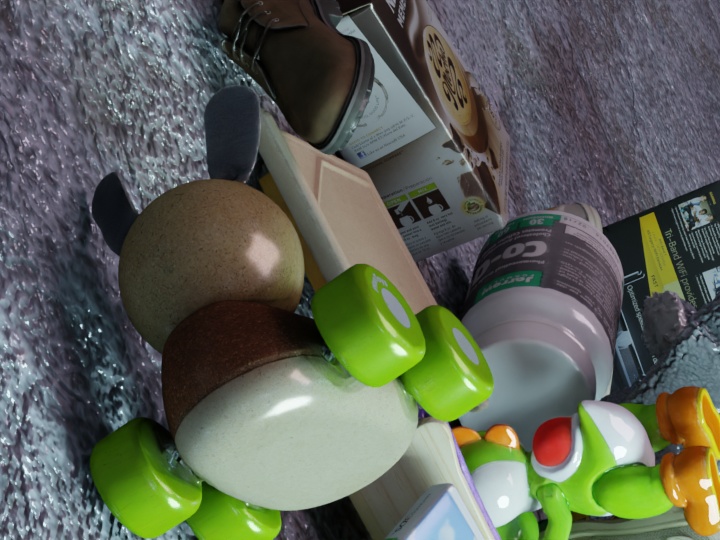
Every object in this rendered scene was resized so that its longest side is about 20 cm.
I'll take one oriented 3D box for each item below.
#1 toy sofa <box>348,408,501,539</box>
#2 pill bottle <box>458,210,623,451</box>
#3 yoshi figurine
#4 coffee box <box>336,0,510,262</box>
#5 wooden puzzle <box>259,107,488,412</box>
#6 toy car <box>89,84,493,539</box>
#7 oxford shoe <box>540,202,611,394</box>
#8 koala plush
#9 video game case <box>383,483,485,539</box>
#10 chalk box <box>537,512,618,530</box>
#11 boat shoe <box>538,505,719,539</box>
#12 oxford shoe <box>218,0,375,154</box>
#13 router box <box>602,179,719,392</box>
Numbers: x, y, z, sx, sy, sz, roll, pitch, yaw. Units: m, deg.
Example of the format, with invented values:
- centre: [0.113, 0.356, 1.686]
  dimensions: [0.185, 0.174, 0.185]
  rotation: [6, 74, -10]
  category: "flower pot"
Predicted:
- centre: [0.048, 0.159, 1.330]
  dimensions: [0.200, 0.098, 0.083]
  rotation: [62, 18, -15]
  category: "toy sofa"
- centre: [0.125, 0.046, 1.629]
  dimensions: [0.113, 0.113, 0.200]
  rotation: [61, 20, -18]
  category: "pill bottle"
- centre: [0.126, 0.141, 1.418]
  dimensions: [0.112, 0.200, 0.112]
  rotation: [11, 69, -73]
  category: "yoshi figurine"
- centre: [0.025, -0.121, 1.597]
  dimensions: [0.200, 0.080, 0.113]
  rotation: [56, 24, -30]
  category: "coffee box"
- centre: [0.000, 0.000, 1.444]
  dimensions: [0.185, 0.037, 0.200]
  rotation: [63, 13, 22]
  category: "wooden puzzle"
- centre: [-0.061, 0.013, 1.143]
  dimensions: [0.158, 0.164, 0.200]
  rotation: [30, 30, -60]
  category: "toy car"
- centre: [0.163, 0.036, 1.830]
  dimensions: [0.058, 0.075, 0.200]
  rotation: [7, 62, -20]
  category: "oxford shoe"
- centre: [0.264, 0.080, 1.565]
  dimensions: [0.177, 0.184, 0.200]
  rotation: [32, 4, -1]
  category: "koala plush"
- centre: [0.043, 0.246, 1.226]
  dimensions: [0.182, 0.022, 0.200]
  rotation: [-45, 113, -41]
  category: "video game case"
- centre: [0.185, 0.253, 1.544]
  dimensions: [0.124, 0.125, 0.200]
  rotation: [59, 20, -22]
  category: "chalk box"
- centre: [0.161, 0.197, 1.447]
  dimensions: [0.072, 0.200, 0.065]
  rotation: [37, 45, -38]
  category: "boat shoe"
- centre: [-0.048, -0.130, 1.408]
  dimensions: [0.084, 0.073, 0.200]
  rotation: [19, 18, -26]
  category: "oxford shoe"
- centre: [0.278, 0.042, 1.962]
  dimensions: [0.052, 0.157, 0.200]
  rotation: [10, 61, -67]
  category: "router box"
